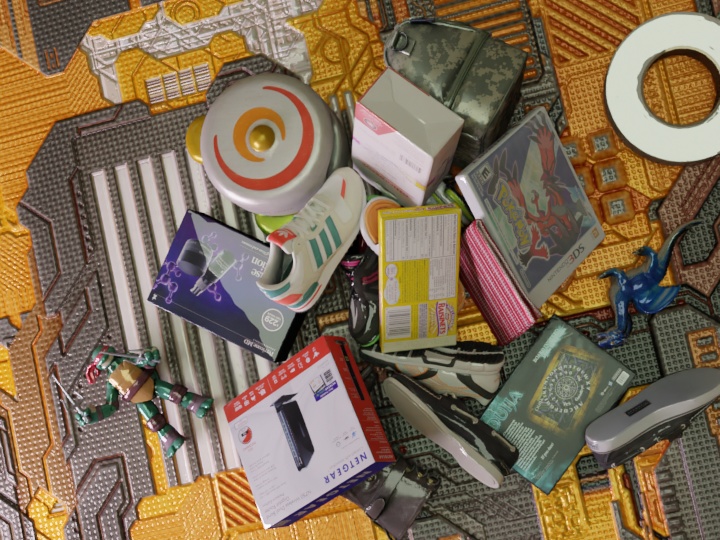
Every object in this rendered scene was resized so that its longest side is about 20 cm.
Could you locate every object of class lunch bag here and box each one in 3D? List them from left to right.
[{"bbox_3d":[0.112,-0.232,1.324,0.167,0.200,0.140,25,82,8],"label":"lunch bag"}]

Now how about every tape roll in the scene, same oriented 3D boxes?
[{"bbox_3d":[0.424,-0.240,1.364,0.201,0.037,0.205,0,86,7],"label":"tape roll"}]

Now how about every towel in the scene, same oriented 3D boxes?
[{"bbox_3d":[0.168,0.019,1.306,0.022,0.200,0.145,-29,81,-9],"label":"towel"}]

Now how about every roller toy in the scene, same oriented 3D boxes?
[{"bbox_3d":[-0.116,-0.166,1.378,0.182,0.140,0.200,-43,77,5],"label":"roller toy"}]

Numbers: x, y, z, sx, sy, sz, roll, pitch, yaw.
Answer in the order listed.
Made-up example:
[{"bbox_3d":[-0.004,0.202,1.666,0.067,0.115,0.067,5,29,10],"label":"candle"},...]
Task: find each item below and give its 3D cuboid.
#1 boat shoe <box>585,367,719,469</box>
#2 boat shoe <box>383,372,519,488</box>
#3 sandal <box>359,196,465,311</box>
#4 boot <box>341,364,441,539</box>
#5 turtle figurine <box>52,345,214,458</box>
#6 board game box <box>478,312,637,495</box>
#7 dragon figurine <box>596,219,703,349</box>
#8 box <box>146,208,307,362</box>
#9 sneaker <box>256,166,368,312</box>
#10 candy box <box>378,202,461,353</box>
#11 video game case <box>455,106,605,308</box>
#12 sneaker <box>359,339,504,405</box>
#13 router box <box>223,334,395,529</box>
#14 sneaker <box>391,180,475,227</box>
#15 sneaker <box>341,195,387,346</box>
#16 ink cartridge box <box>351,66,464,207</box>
[{"bbox_3d":[0.387,0.196,1.333,0.199,0.070,0.067,-28,115,-8],"label":"boat shoe"},{"bbox_3d":[0.118,0.195,1.338,0.200,0.074,0.060,39,67,10],"label":"boat shoe"},{"bbox_3d":[0.085,-0.024,1.342,0.207,0.059,0.079,43,57,-26],"label":"sandal"},{"bbox_3d":[0.030,0.246,1.384,0.173,0.069,0.201,26,98,6],"label":"boot"},{"bbox_3d":[-0.309,0.158,1.414,0.199,0.101,0.150,37,107,-7],"label":"turtle figurine"},{"bbox_3d":[0.253,0.176,1.369,0.135,0.028,0.201,37,93,9],"label":"board game box"},{"bbox_3d":[0.377,0.022,1.344,0.199,0.059,0.100,-35,84,2],"label":"dragon figurine"},{"bbox_3d":[-0.169,0.021,1.414,0.199,0.079,0.142,24,93,8],"label":"box"},{"bbox_3d":[-0.065,-0.046,1.308,0.070,0.093,0.201,30,94,38],"label":"sneaker"},{"bbox_3d":[0.073,0.012,1.301,0.101,0.026,0.201,-7,121,-10],"label":"candy box"},{"bbox_3d":[0.220,-0.078,1.303,0.182,0.023,0.201,-41,109,-34],"label":"video game case"},{"bbox_3d":[0.091,0.133,1.373,0.198,0.074,0.081,10,120,20],"label":"sneaker"},{"bbox_3d":[-0.071,0.211,1.344,0.200,0.049,0.180,-37,63,26],"label":"router box"},{"bbox_3d":[0.062,-0.113,1.392,0.200,0.074,0.081,43,97,10],"label":"sneaker"},{"bbox_3d":[0.000,0.000,1.368,0.076,0.083,0.202,4,91,46],"label":"sneaker"},{"bbox_3d":[0.054,-0.154,1.287,0.116,0.200,0.068,37,74,9],"label":"ink cartridge box"}]
